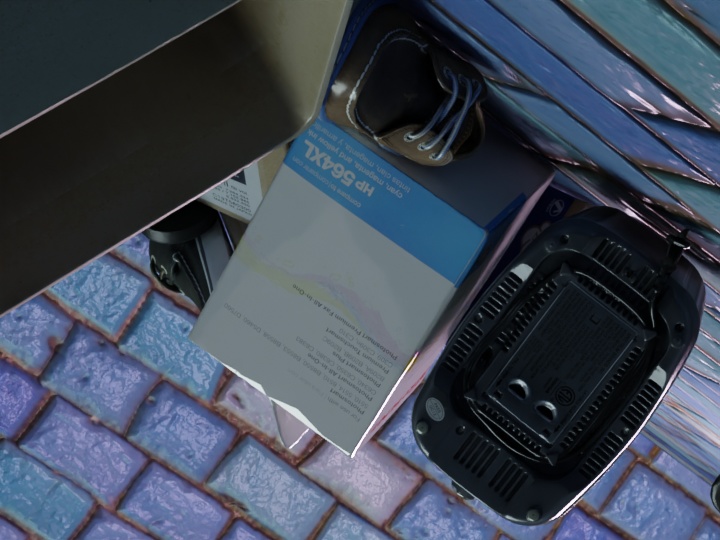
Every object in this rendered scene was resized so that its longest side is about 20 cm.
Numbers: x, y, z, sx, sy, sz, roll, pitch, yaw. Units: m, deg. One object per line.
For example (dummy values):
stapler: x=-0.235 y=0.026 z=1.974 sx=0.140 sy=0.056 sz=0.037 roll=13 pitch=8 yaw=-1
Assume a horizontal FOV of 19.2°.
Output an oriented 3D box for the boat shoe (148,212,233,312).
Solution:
boat shoe: x=-0.118 y=-0.013 z=1.465 sx=0.200 sy=0.056 sz=0.069 roll=-114 pitch=2 yaw=-49

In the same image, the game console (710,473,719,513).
game console: x=0.296 y=0.133 z=0.996 sx=0.200 sy=0.117 sz=0.176 roll=36 pitch=178 yaw=-19

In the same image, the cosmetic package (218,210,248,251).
cosmetic package: x=-0.056 y=-0.033 z=1.476 sx=0.105 sy=0.071 sz=0.201 roll=69 pitch=178 yaw=-63

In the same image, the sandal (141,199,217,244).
sandal: x=-0.155 y=-0.087 z=1.473 sx=0.200 sy=0.075 sz=0.045 roll=47 pitch=155 yaw=48

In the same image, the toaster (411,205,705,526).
toaster: x=0.121 y=0.041 z=1.205 sx=0.113 sy=0.200 sz=0.129 roll=36 pitch=-164 yaw=6

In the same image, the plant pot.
plant pot: x=-0.136 y=-0.124 z=0.928 sx=0.177 sy=0.200 sz=0.200 roll=54 pitch=161 yaw=12

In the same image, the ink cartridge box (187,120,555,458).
ink cartridge box: x=0.000 y=0.000 z=1.267 sx=0.125 sy=0.200 sz=0.129 roll=36 pitch=-152 yaw=8

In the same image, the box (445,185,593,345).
box: x=0.072 y=-0.013 z=1.391 sx=0.032 sy=0.121 sz=0.200 roll=35 pitch=179 yaw=-29

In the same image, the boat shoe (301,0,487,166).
boat shoe: x=0.028 y=-0.094 z=1.097 sx=0.072 sy=0.072 sz=0.200 roll=30 pitch=-173 yaw=12

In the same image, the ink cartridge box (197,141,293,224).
ink cartridge box: x=-0.112 y=-0.121 z=1.369 sx=0.199 sy=0.075 sz=0.165 roll=24 pitch=154 yaw=18
